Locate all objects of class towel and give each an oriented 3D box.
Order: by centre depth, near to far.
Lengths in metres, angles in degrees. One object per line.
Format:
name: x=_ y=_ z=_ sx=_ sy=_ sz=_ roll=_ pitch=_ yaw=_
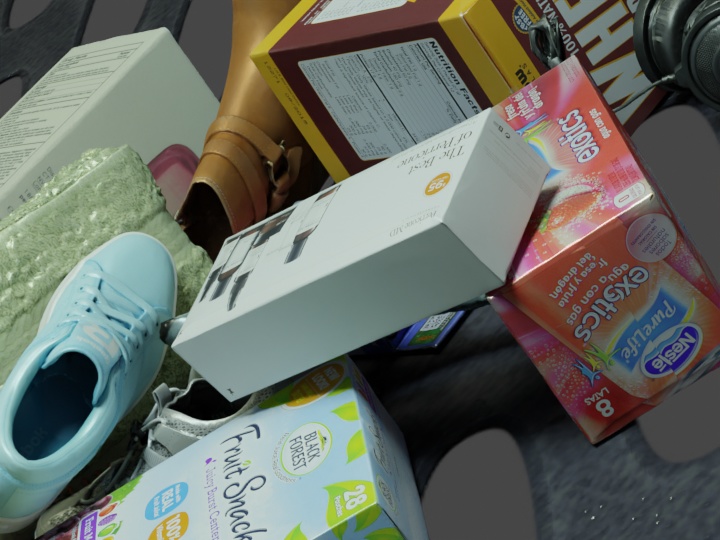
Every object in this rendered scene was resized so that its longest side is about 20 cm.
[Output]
towel: x=-0.167 y=0.033 z=1.418 sx=0.200 sy=0.148 sz=0.036 roll=-38 pitch=5 yaw=-25

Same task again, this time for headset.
headset: x=0.192 y=-0.139 z=1.411 sx=0.200 sy=0.094 sz=0.124 roll=-27 pitch=21 yaw=-11

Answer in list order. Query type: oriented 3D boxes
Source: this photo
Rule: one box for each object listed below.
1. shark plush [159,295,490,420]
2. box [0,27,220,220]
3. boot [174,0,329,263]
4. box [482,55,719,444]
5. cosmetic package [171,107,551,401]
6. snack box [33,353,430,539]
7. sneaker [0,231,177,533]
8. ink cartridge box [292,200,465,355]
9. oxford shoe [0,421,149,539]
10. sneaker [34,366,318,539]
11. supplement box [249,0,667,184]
shark plush: x=-0.011 y=0.038 z=1.381 sx=0.200 sy=0.083 sz=0.091 roll=-20 pitch=-1 yaw=17
box: x=-0.201 y=-0.063 z=1.779 sx=0.128 sy=0.109 sz=0.200 roll=-5 pitch=37 yaw=51
boot: x=-0.068 y=-0.096 z=1.571 sx=0.074 sy=0.200 sz=0.155 roll=8 pitch=35 yaw=25
box: x=0.112 y=-0.015 z=1.271 sx=0.095 sy=0.103 sz=0.200 roll=-33 pitch=24 yaw=8
cosmetic package: x=-0.003 y=-0.006 z=1.243 sx=0.200 sy=0.051 sz=0.083 roll=-25 pitch=32 yaw=42
snack box: x=-0.068 y=0.146 z=1.248 sx=0.200 sy=0.068 sz=0.169 roll=-30 pitch=23 yaw=6
sneaker: x=-0.142 y=0.050 z=1.344 sx=0.082 sy=0.074 sz=0.200 roll=-43 pitch=18 yaw=53
ink cartridge box: x=0.000 y=0.000 z=1.476 sx=0.200 sy=0.042 sz=0.119 roll=-3 pitch=39 yaw=49
oxford shoe: x=-0.164 y=0.106 z=1.453 sx=0.200 sy=0.074 sz=0.071 roll=-59 pitch=-11 yaw=-13
sneaker: x=-0.098 y=0.096 z=1.365 sx=0.200 sy=0.082 sz=0.075 roll=-28 pitch=24 yaw=16
supplement box: x=0.084 y=-0.148 z=1.526 sx=0.200 sy=0.133 sz=0.197 roll=-4 pitch=38 yaw=51
